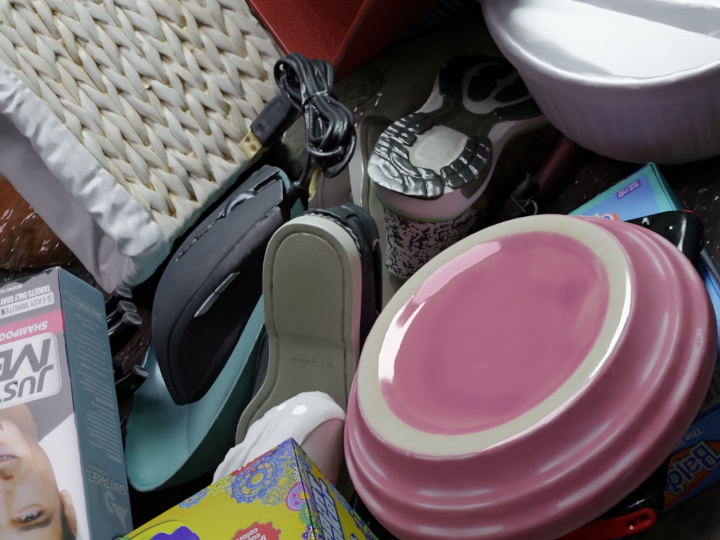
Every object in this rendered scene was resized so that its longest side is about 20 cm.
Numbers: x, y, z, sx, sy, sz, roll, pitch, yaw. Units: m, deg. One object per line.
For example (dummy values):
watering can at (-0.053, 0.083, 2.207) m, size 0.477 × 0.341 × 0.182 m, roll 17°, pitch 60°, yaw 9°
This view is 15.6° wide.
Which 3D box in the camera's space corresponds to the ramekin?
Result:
ramekin at (0.170, -0.148, 1.462) m, size 0.201 × 0.094 × 0.203 m, roll -9°, pitch 50°, yaw 11°

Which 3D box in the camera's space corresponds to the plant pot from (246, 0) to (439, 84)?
plant pot at (0.014, -0.260, 1.505) m, size 0.176 × 0.200 × 0.200 m, roll -29°, pitch -15°, yaw -29°

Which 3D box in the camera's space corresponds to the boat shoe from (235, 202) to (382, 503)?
boat shoe at (-0.021, 0.054, 1.395) m, size 0.074 × 0.201 × 0.066 m, roll 11°, pitch 27°, yaw 21°

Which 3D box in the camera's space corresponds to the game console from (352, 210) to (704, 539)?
game console at (0.085, 0.063, 1.323) m, size 0.176 × 0.031 × 0.201 m, roll -12°, pitch 44°, yaw 28°

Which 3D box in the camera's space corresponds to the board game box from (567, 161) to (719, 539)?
board game box at (0.125, 0.049, 1.360) m, size 0.152 × 0.045 × 0.200 m, roll -32°, pitch 36°, yaw 10°

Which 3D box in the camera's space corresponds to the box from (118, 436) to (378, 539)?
box at (-0.056, 0.219, 1.200) m, size 0.199 × 0.193 × 0.122 m, roll -30°, pitch 35°, yaw 10°

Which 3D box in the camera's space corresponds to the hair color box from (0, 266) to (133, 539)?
hair color box at (-0.188, 0.110, 1.471) m, size 0.098 × 0.061 × 0.201 m, roll -16°, pitch 70°, yaw 17°

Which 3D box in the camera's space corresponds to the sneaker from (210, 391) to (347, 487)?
sneaker at (-0.034, 0.163, 1.330) m, size 0.099 × 0.078 × 0.201 m, roll 19°, pitch 92°, yaw 35°

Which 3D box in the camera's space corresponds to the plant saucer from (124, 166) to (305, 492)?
plant saucer at (-0.075, 0.039, 1.502) m, size 0.200 × 0.036 × 0.201 m, roll -53°, pitch 22°, yaw 33°

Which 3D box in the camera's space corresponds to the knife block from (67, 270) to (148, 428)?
knife block at (-0.224, 0.079, 1.594) m, size 0.199 × 0.064 × 0.176 m, roll 1°, pitch 62°, yaw 43°

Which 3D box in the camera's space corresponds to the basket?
basket at (-0.150, -0.110, 1.607) m, size 0.161 × 0.200 × 0.198 m, roll -41°, pitch 2°, yaw -12°

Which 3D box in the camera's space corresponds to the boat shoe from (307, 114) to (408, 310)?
boat shoe at (0.000, 0.000, 1.510) m, size 0.059 × 0.072 × 0.201 m, roll -39°, pitch 36°, yaw 36°

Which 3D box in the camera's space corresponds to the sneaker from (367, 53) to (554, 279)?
sneaker at (0.059, -0.060, 1.512) m, size 0.077 × 0.089 × 0.200 m, roll 27°, pitch 37°, yaw 20°

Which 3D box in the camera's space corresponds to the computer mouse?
computer mouse at (-0.073, -0.032, 1.456) m, size 0.201 × 0.046 × 0.141 m, roll -57°, pitch 22°, yaw 23°

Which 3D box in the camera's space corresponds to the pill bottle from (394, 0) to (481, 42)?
pill bottle at (0.038, -0.216, 1.672) m, size 0.199 × 0.120 × 0.120 m, roll -19°, pitch 39°, yaw 25°

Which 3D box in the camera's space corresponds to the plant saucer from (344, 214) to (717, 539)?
plant saucer at (0.074, 0.045, 1.283) m, size 0.200 × 0.051 × 0.201 m, roll -22°, pitch 39°, yaw 19°

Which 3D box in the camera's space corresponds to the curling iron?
curling iron at (0.131, -0.081, 1.514) m, size 0.200 × 0.026 × 0.050 m, roll -50°, pitch 1°, yaw -22°
